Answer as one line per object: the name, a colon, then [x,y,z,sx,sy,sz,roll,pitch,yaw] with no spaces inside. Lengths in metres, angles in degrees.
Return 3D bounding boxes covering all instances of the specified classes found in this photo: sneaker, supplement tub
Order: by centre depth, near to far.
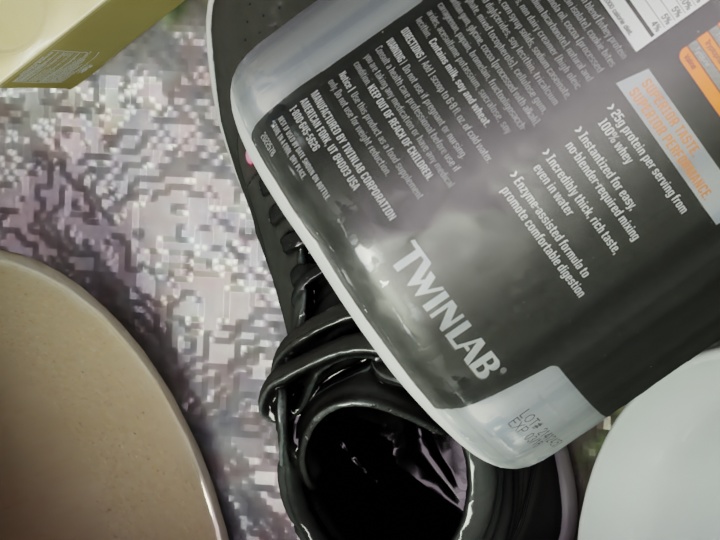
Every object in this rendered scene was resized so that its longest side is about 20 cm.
supplement tub: [0.080,-0.054,0.662,0.200,0.123,0.123,-35,85,6]
sneaker: [0.000,0.000,0.771,0.071,0.099,0.200,-22,86,16]

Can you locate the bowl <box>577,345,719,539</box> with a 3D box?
bowl: [0.146,0.105,0.689,0.090,0.201,0.201,-15,89,-28]

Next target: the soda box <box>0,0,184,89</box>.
soda box: [-0.037,-0.135,0.790,0.200,0.064,0.068,-36,85,12]

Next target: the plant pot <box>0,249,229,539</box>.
plant pot: [-0.167,0.107,0.791,0.200,0.187,0.187,-16,89,28]
